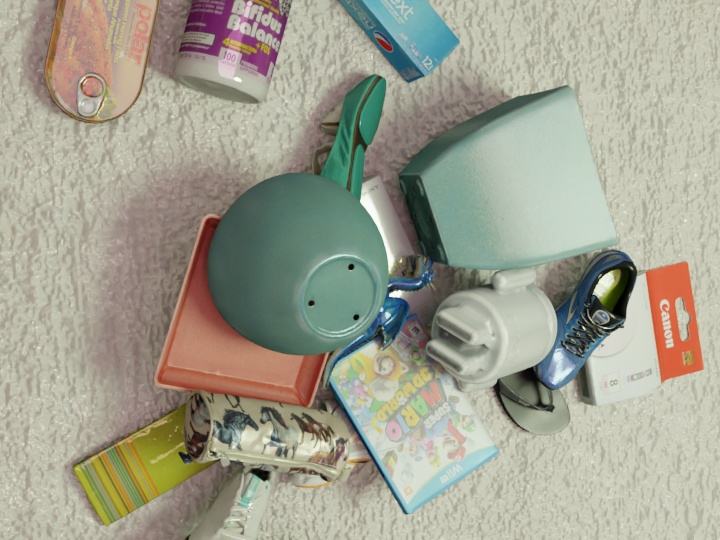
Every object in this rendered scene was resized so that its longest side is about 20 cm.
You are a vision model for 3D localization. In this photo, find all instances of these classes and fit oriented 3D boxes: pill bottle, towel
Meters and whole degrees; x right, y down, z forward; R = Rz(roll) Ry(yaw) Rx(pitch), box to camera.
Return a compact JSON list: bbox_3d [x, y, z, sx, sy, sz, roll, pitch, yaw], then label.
[{"bbox_3d":[-0.138,-0.304,1.248,0.112,0.112,0.201,15,88,-18],"label":"pill bottle"},{"bbox_3d":[-0.236,0.220,1.289,0.199,0.018,0.086,-28,106,-16],"label":"towel"}]

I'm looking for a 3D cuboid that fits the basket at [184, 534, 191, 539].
[{"bbox_3d":[-0.114,0.406,1.278,0.199,0.136,0.182,7,96,-22],"label":"basket"}]

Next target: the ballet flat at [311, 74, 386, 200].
[{"bbox_3d":[-0.021,-0.158,1.311,0.070,0.067,0.201,6,65,15],"label":"ballet flat"}]

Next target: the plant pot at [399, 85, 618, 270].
[{"bbox_3d":[0.163,-0.094,1.320,0.199,0.196,0.197,-21,98,-10],"label":"plant pot"}]

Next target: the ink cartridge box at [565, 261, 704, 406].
[{"bbox_3d":[0.385,0.084,1.470,0.199,0.057,0.164,-11,95,-13],"label":"ink cartridge box"}]

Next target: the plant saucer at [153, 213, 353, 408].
[{"bbox_3d":[-0.120,0.048,1.223,0.199,0.037,0.201,14,99,-29],"label":"plant saucer"}]

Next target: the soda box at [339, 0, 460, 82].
[{"bbox_3d":[0.029,-0.331,1.327,0.068,0.064,0.200,-45,105,-12],"label":"soda box"}]

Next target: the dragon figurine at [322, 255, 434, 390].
[{"bbox_3d":[0.024,0.057,1.293,0.099,0.059,0.201,21,69,-5],"label":"dragon figurine"}]

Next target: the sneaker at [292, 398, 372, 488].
[{"bbox_3d":[-0.003,0.192,1.335,0.199,0.076,0.092,-22,94,-17],"label":"sneaker"}]

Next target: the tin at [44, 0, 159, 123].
[{"bbox_3d":[-0.296,-0.268,1.238,0.111,0.042,0.201,12,88,-14],"label":"tin"}]

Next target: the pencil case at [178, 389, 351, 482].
[{"bbox_3d":[-0.103,0.192,1.218,0.199,0.078,0.090,15,43,-31],"label":"pencil case"}]

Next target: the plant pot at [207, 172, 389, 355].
[{"bbox_3d":[-0.048,0.008,1.148,0.199,0.135,0.201,-8,110,-24],"label":"plant pot"}]

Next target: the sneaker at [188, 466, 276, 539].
[{"bbox_3d":[-0.138,0.274,1.224,0.075,0.200,0.089,27,120,-5],"label":"sneaker"}]

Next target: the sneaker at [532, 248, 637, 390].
[{"bbox_3d":[0.286,0.062,1.372,0.078,0.089,0.201,29,93,-5],"label":"sneaker"}]

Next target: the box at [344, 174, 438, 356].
[{"bbox_3d":[0.000,0.000,1.346,0.144,0.036,0.201,-28,100,-15],"label":"box"}]

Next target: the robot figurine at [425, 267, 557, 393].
[{"bbox_3d":[0.165,0.073,1.317,0.199,0.113,0.170,-12,128,-49],"label":"robot figurine"}]

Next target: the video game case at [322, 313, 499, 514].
[{"bbox_3d":[0.062,0.173,1.314,0.143,0.018,0.201,-29,85,-20],"label":"video game case"}]

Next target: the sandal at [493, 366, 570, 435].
[{"bbox_3d":[0.207,0.142,1.415,0.076,0.043,0.200,-42,104,-12],"label":"sandal"}]
